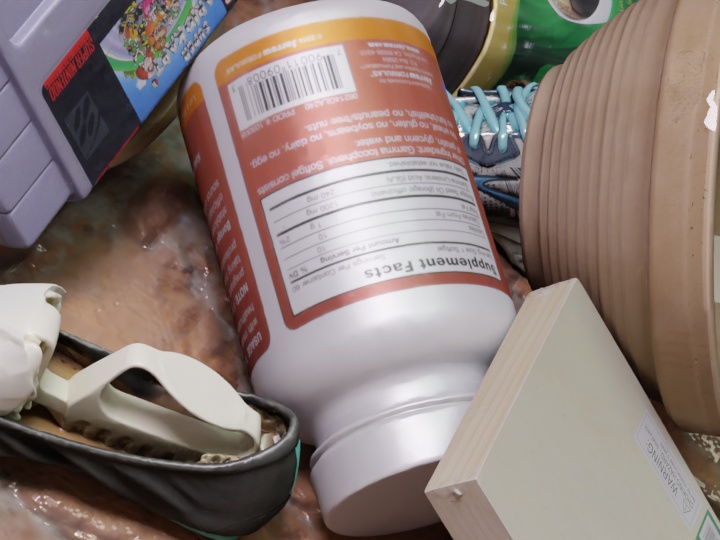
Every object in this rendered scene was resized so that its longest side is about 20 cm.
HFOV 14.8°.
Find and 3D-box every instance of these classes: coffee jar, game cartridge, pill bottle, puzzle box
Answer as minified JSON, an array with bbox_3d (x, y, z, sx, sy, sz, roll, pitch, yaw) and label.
[{"bbox_3d":[0.095,-0.111,1.329,0.200,0.085,0.104,14,49,-24],"label":"coffee jar"},{"bbox_3d":[-0.107,-0.120,1.087,0.200,0.038,0.130,-56,135,-30],"label":"game cartridge"},{"bbox_3d":[0.000,0.000,1.128,0.112,0.112,0.200,-1,64,-35],"label":"pill bottle"},{"bbox_3d":[0.102,0.120,1.086,0.200,0.025,0.133,59,35,-21],"label":"puzzle box"}]

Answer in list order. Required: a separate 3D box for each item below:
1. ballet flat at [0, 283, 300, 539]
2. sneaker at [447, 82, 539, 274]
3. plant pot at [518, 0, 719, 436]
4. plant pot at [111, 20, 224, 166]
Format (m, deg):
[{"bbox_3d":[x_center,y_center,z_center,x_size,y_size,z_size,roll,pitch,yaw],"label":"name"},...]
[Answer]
[{"bbox_3d":[-0.112,0.041,1.055,0.200,0.068,0.068,19,44,-18],"label":"ballet flat"},{"bbox_3d":[0.060,-0.059,1.254,0.200,0.086,0.078,18,42,-20],"label":"sneaker"},{"bbox_3d":[0.122,-0.033,1.162,0.092,0.201,0.201,3,38,17],"label":"plant pot"},{"bbox_3d":[-0.145,-0.143,1.146,0.093,0.201,0.201,11,28,34],"label":"plant pot"}]
